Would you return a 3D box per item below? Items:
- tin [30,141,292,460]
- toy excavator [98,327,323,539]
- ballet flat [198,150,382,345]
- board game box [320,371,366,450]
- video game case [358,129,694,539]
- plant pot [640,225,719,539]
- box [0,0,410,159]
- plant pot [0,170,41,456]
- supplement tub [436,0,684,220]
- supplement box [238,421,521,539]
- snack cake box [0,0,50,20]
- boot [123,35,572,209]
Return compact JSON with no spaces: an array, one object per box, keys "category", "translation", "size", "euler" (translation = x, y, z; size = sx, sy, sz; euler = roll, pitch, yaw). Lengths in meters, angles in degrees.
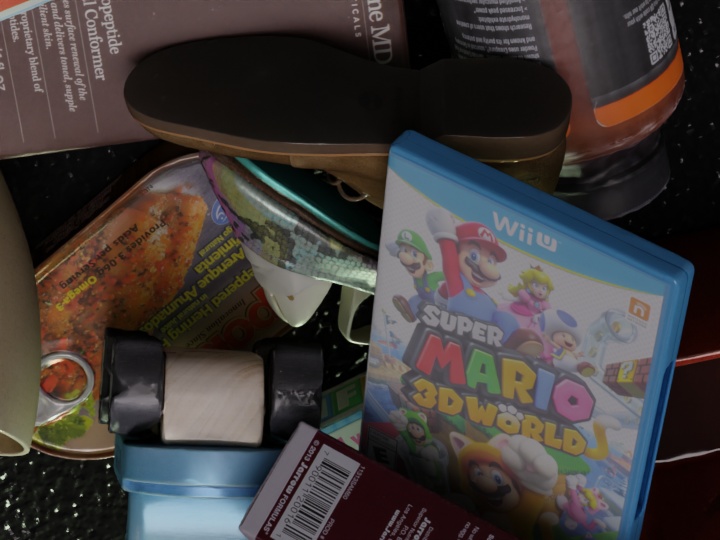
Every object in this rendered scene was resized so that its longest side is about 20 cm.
[{"category":"tin","translation":[-0.103,0.012,1.390],"size":[0.200,0.042,0.112],"euler":[-38,110,15]},{"category":"toy excavator","translation":[-0.082,0.130,1.369],"size":[0.100,0.194,0.201],"euler":[4,90,-8]},{"category":"ballet flat","translation":[0.000,0.000,1.340],"size":[0.200,0.069,0.071],"euler":[21,111,-29]},{"category":"board game box","translation":[0.018,0.118,1.456],"size":[0.200,0.034,0.135],"euler":[-26,117,9]},{"category":"video game case","translation":[0.068,0.045,1.242],"size":[0.143,0.018,0.200],"euler":[27,136,22]},{"category":"plant pot","translation":[0.202,0.074,1.366],"size":[0.199,0.176,0.200],"euler":[-12,118,3]},{"category":"box","translation":[-0.079,-0.120,1.302],"size":[0.199,0.075,0.100],"euler":[-9,118,-2]},{"category":"plant pot","translation":[-0.234,-0.005,1.304],"size":[0.200,0.200,0.135],"euler":[17,78,-13]},{"category":"supplement tub","translation":[0.089,-0.123,1.293],"size":[0.107,0.107,0.200],"euler":[-14,118,3]},{"category":"supplement box","translation":[0.052,0.149,1.269],"size":[0.200,0.109,0.061],"euler":[28,80,18]},{"category":"snack cake box","translation":[-0.107,-0.194,1.212],"size":[0.200,0.067,0.115],"euler":[-23,146,-11]},{"category":"boot","translation":[-0.008,-0.056,1.259],"size":[0.199,0.074,0.076],"euler":[7,138,4]}]
